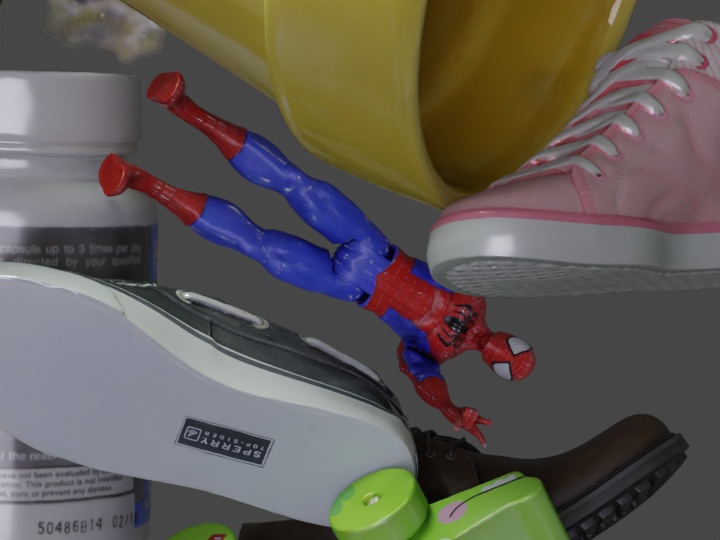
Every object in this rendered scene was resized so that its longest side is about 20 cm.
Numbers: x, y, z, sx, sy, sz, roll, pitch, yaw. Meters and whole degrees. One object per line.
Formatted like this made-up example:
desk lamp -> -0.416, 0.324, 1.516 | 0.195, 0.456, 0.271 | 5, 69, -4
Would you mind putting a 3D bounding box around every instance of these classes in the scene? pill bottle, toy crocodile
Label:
pill bottle -> -0.142, 0.017, 0.857 | 0.113, 0.114, 0.201 | 3, 94, 11
toy crocodile -> -0.016, 0.129, 0.779 | 0.200, 0.062, 0.068 | -18, 116, 9

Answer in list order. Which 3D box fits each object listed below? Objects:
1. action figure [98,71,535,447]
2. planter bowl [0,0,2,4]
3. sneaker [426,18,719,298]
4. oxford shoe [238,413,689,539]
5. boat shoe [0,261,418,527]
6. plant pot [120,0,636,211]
action figure -> 0.000, 0.000, 0.809 | 0.200, 0.099, 0.065 | 30, 93, -24
planter bowl -> -0.224, -0.175, 0.772 | 0.200, 0.135, 0.201 | 8, 58, -13
sneaker -> 0.095, -0.045, 0.779 | 0.075, 0.200, 0.105 | -12, 83, 45
oxford shoe -> 0.038, 0.095, 0.849 | 0.200, 0.073, 0.085 | -22, 78, 7
boat shoe -> -0.071, 0.038, 0.800 | 0.200, 0.068, 0.072 | 18, 117, -14
plant pot -> -0.007, -0.143, 0.790 | 0.189, 0.201, 0.201 | 21, 97, 25
